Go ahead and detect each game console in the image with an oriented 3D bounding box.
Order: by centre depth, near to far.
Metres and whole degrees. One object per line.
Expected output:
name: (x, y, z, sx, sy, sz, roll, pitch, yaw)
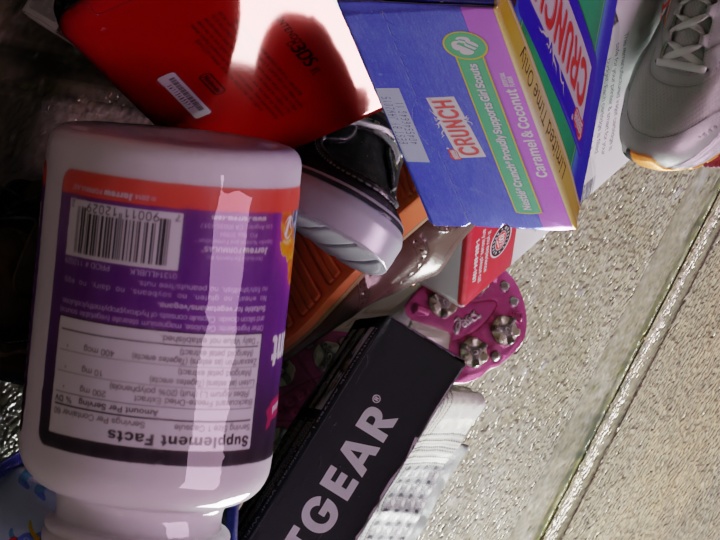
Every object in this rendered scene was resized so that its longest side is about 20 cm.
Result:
game console: (-0.038, -0.151, 1.297, 0.172, 0.119, 0.200, -23, 156, 10)

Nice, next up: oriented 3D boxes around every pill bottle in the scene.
pill bottle: (-0.089, 0.040, 1.267, 0.111, 0.111, 0.200, -6, 104, -60)

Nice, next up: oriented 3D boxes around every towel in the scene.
towel: (-0.003, 0.154, 1.793, 0.200, 0.035, 0.193, 5, 113, -63)

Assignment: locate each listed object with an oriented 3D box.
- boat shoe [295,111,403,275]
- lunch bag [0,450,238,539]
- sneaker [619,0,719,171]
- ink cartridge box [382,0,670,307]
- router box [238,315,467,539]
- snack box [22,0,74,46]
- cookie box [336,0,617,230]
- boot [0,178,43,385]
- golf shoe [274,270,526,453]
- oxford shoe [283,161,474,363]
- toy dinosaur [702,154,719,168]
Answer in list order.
boat shoe: (-0.014, -0.051, 1.417, 0.071, 0.072, 0.200, -53, -161, -1)
lunch bag: (-0.135, 0.147, 1.403, 0.200, 0.127, 0.170, -47, 175, -35)
sneaker: (0.190, -0.149, 1.592, 0.200, 0.076, 0.092, -61, 148, -19)
ink cartridge box: (0.090, -0.099, 1.626, 0.200, 0.084, 0.144, -39, 148, -36)
router box: (-0.026, 0.119, 1.505, 0.200, 0.051, 0.149, -58, -176, -4)
snack box: (-0.085, -0.116, 1.355, 0.072, 0.024, 0.200, -60, 155, -1)
cookie box: (0.063, -0.146, 1.310, 0.171, 0.075, 0.200, 65, 33, -54)
boot: (-0.168, -0.007, 1.302, 0.200, 0.075, 0.097, 27, 72, -60)
golf shoe: (-0.004, 0.057, 1.641, 0.200, 0.075, 0.092, -23, -175, -23)
oxford shoe: (0.000, 0.000, 1.521, 0.200, 0.071, 0.073, -40, 137, 21)
toy dinosaur: (0.233, -0.171, 1.689, 0.200, 0.105, 0.182, -80, 168, -73)
